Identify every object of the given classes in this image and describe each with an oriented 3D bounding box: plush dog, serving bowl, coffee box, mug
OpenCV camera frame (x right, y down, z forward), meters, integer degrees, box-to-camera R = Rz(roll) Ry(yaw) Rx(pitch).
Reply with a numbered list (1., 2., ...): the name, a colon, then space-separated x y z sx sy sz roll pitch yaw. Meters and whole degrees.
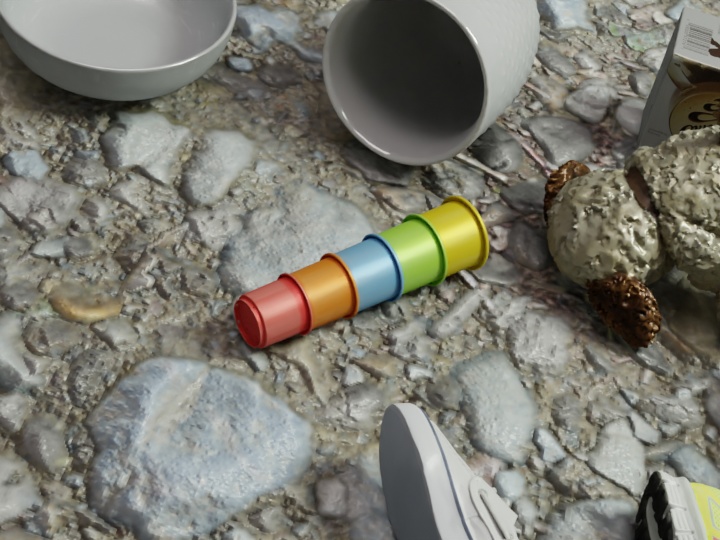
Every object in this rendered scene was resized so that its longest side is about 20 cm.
1. plush dog: 0.227 -0.040 1.214 0.171 0.161 0.201 -22 47 1
2. serving bowl: -0.203 -0.203 1.308 0.198 0.066 0.201 7 44 -7
3. coffee box: 0.346 -0.130 1.339 0.199 0.114 0.080 19 44 4
4. mug: 0.057 -0.209 1.300 0.201 0.147 0.175 56 38 -8

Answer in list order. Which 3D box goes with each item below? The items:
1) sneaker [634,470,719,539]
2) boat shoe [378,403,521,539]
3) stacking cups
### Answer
1. sneaker: 0.235 0.209 0.995 0.090 0.078 0.201 8 44 -10
2. boat shoe: 0.069 0.171 1.004 0.065 0.074 0.201 -6 57 -26
3. stacking cups: 0.000 0.000 1.157 0.199 0.061 0.061 -20 53 -30
